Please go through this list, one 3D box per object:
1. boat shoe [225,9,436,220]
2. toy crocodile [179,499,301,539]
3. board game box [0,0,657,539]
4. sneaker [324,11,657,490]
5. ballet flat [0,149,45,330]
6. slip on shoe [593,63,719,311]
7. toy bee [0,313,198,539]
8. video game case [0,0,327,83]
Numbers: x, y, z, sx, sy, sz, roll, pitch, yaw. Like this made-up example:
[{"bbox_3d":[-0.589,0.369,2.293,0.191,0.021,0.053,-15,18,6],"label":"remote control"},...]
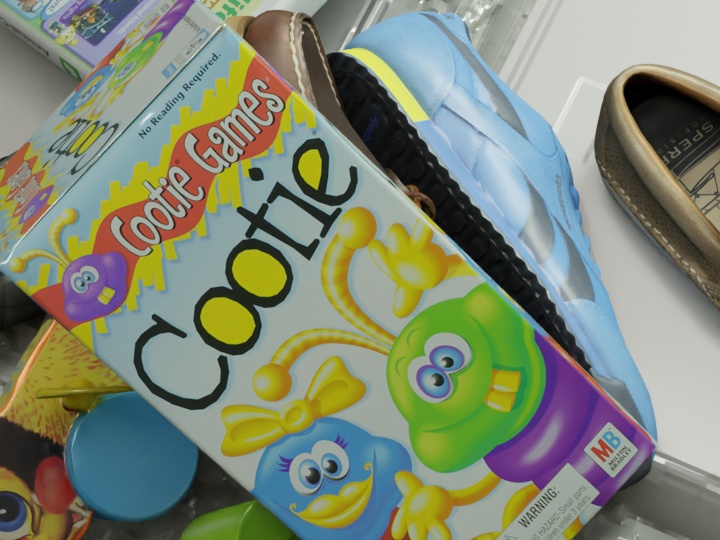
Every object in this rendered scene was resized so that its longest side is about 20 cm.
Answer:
[{"bbox_3d":[0.000,0.000,1.001,0.070,0.070,0.201,-11,98,18],"label":"boat shoe"},{"bbox_3d":[-0.027,0.176,0.972,0.067,0.062,0.200,-35,62,38],"label":"toy crocodile"},{"bbox_3d":[-0.017,0.016,0.901,0.200,0.105,0.103,43,91,-18],"label":"board game box"},{"bbox_3d":[0.064,-0.014,1.027,0.078,0.066,0.200,-24,74,-34],"label":"sneaker"},{"bbox_3d":[-0.104,-0.041,1.065,0.200,0.057,0.067,-36,67,-9],"label":"ballet flat"},{"bbox_3d":[0.164,-0.005,1.008,0.076,0.061,0.200,-40,68,-7],"label":"slip on shoe"},{"bbox_3d":[-0.113,0.063,0.984,0.108,0.131,0.200,18,61,-12],"label":"toy bee"},{"bbox_3d":[-0.066,-0.163,1.083,0.182,0.022,0.200,36,76,30],"label":"video game case"}]
